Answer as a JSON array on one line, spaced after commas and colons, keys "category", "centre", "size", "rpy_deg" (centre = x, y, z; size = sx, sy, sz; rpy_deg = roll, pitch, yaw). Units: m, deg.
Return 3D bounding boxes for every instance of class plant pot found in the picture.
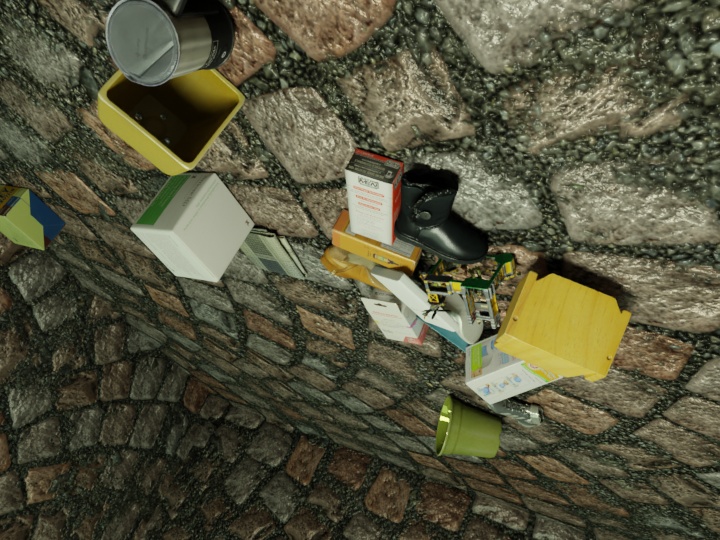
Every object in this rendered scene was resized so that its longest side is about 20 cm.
[{"category": "plant pot", "centre": [-0.382, -0.304, 1.085], "size": [0.195, 0.195, 0.200], "rpy_deg": [41, 155, -24]}, {"category": "plant pot", "centre": [0.361, 0.533, 1.852], "size": [0.183, 0.202, 0.201], "rpy_deg": [13, 151, 2]}]

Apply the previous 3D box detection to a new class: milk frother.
[{"category": "milk frother", "centre": [-0.316, -0.400, 0.851], "size": [0.199, 0.188, 0.181], "rpy_deg": [20, 119, 3]}]

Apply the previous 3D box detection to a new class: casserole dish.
[{"category": "casserole dish", "centre": [0.229, 0.160, 1.434], "size": [0.200, 0.039, 0.121], "rpy_deg": [36, 179, -14]}]

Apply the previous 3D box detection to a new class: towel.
[{"category": "towel", "centre": [-0.260, -0.056, 1.563], "size": [0.192, 0.035, 0.200], "rpy_deg": [13, 151, 32]}]

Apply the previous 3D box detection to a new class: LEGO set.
[{"category": "LEGO set", "centre": [0.227, 0.042, 1.154], "size": [0.199, 0.154, 0.116], "rpy_deg": [0, 126, 29]}]

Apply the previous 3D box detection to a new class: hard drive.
[{"category": "hard drive", "centre": [0.124, 0.064, 1.286], "size": [0.200, 0.027, 0.132], "rpy_deg": [41, 168, -27]}]

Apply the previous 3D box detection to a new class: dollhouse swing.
[{"category": "dollhouse swing", "centre": [0.384, 0.113, 1.114], "size": [0.199, 0.183, 0.176], "rpy_deg": [22, -178, 6]}]

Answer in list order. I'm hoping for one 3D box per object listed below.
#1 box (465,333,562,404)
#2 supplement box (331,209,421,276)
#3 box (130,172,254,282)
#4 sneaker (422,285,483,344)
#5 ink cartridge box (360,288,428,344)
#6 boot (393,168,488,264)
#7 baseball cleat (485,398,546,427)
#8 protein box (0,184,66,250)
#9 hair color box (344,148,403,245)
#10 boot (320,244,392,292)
[{"category": "box", "centre": [0.355, 0.213, 1.307], "size": [0.199, 0.113, 0.101], "rpy_deg": [-31, 121, 34]}, {"category": "supplement box", "centre": [0.037, -0.062, 1.242], "size": [0.199, 0.069, 0.067], "rpy_deg": [24, 153, 10]}, {"category": "box", "centre": [-0.420, -0.111, 1.421], "size": [0.170, 0.200, 0.200], "rpy_deg": [7, 146, 33]}, {"category": "sneaker", "centre": [0.223, 0.099, 1.360], "size": [0.200, 0.075, 0.088], "rpy_deg": [50, 159, -27]}, {"category": "ink cartridge box", "centre": [0.093, 0.112, 1.483], "size": [0.116, 0.068, 0.200], "rpy_deg": [8, 148, 33]}, {"category": "boot", "centre": [0.161, -0.100, 1.052], "size": [0.199, 0.077, 0.169], "rpy_deg": [19, 149, 7]}, {"category": "baseball cleat", "centre": [0.466, 0.403, 1.658], "size": [0.199, 0.070, 0.106], "rpy_deg": [28, 147, -22]}, {"category": "protein box", "centre": [-1.274, -0.201, 2.103], "size": [0.199, 0.135, 0.199], "rpy_deg": [10, 148, 29]}, {"category": "hair color box", "centre": [0.030, -0.142, 1.118], "size": [0.101, 0.061, 0.200], "rpy_deg": [20, 153, 14]}, {"category": "boot", "centre": [-0.001, 0.000, 1.392], "size": [0.201, 0.071, 0.144], "rpy_deg": [34, 159, -6]}]
